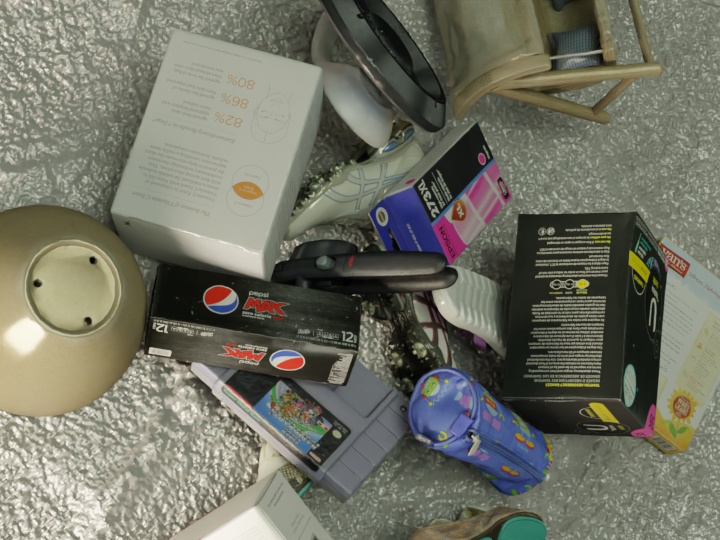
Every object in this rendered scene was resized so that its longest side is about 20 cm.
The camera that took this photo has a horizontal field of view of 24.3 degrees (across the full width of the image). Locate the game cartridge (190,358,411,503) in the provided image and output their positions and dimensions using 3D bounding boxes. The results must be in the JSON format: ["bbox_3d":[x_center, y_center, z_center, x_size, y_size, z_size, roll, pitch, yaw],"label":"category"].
[{"bbox_3d":[-0.053,0.119,1.622,0.200,0.038,0.130,40,49,7],"label":"game cartridge"}]

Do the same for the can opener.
[{"bbox_3d":[0.000,0.000,1.629,0.063,0.200,0.079,32,64,-50],"label":"can opener"}]

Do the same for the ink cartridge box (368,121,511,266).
[{"bbox_3d":[0.085,-0.068,1.719,0.200,0.037,0.095,-45,115,-45],"label":"ink cartridge box"}]

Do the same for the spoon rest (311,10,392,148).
[{"bbox_3d":[-0.013,-0.199,1.700,0.099,0.061,0.200,36,31,-38],"label":"spoon rest"}]

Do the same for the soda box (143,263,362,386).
[{"bbox_3d":[-0.102,0.052,1.589,0.200,0.063,0.071,10,50,-8],"label":"soda box"}]

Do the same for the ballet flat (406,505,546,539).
[{"bbox_3d":[0.115,0.266,1.684,0.200,0.067,0.068,1,111,-54],"label":"ballet flat"}]

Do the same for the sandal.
[{"bbox_3d":[0.122,0.048,1.729,0.203,0.050,0.083,38,44,-47],"label":"sandal"}]

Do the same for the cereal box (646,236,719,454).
[{"bbox_3d":[0.339,0.082,1.850,0.144,0.040,0.200,37,66,-13],"label":"cereal box"}]

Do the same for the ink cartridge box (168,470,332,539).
[{"bbox_3d":[-0.080,0.311,1.547,0.200,0.146,0.083,53,21,-7],"label":"ink cartridge box"}]

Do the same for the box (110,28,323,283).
[{"bbox_3d":[-0.134,-0.106,1.606,0.152,0.106,0.200,16,72,4],"label":"box"}]

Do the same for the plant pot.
[{"bbox_3d":[-0.279,0.026,1.524,0.200,0.134,0.201,5,77,-23],"label":"plant pot"}]

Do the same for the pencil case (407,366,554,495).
[{"bbox_3d":[0.122,0.164,1.658,0.078,0.087,0.200,-45,142,6],"label":"pencil case"}]

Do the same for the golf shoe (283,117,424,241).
[{"bbox_3d":[-0.003,-0.071,1.707,0.200,0.078,0.097,-36,101,-25],"label":"golf shoe"}]

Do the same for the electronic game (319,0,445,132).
[{"bbox_3d":[0.020,-0.220,1.660,0.042,0.200,0.200,-36,97,16],"label":"electronic game"}]

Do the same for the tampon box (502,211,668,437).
[{"bbox_3d":[0.235,0.058,1.721,0.150,0.126,0.200,40,53,-60],"label":"tampon box"}]

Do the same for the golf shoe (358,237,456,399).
[{"bbox_3d":[0.066,0.057,1.712,0.088,0.077,0.200,-31,96,-38],"label":"golf shoe"}]

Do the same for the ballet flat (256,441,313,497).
[{"bbox_3d":[-0.051,0.181,1.641,0.200,0.068,0.075,-35,81,-31],"label":"ballet flat"}]

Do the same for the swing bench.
[{"bbox_3d":[0.189,-0.272,1.780,0.200,0.130,0.199,1,65,-25],"label":"swing bench"}]
